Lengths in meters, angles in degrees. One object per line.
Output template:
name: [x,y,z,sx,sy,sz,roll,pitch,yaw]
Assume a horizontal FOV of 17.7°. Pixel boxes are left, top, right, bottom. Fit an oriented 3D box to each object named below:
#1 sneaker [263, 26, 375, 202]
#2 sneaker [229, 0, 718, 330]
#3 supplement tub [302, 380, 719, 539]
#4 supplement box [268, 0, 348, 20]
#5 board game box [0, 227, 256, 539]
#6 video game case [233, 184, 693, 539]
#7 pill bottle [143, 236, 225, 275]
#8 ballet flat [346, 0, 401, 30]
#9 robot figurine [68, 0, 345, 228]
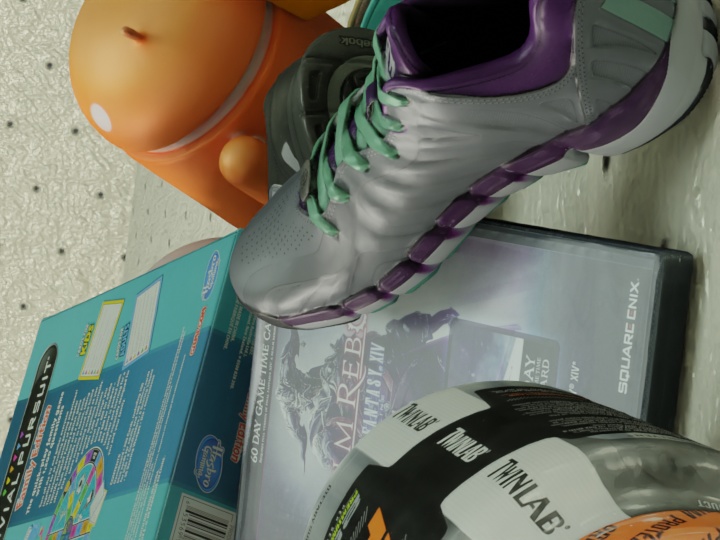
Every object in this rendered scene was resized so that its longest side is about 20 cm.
sneaker: [0.000,0.000,0.994,0.091,0.076,0.201,171,94,-65]
sneaker: [0.014,-0.053,0.747,0.200,0.087,0.075,-33,48,30]
supplement tub: [0.055,0.097,0.592,0.200,0.122,0.123,-167,83,-80]
supplement box: [-0.003,-0.235,1.074,0.126,0.073,0.201,-20,59,39]
board game box: [-0.097,0.079,0.980,0.200,0.047,0.152,-21,50,57]
video game case: [0.027,0.052,0.792,0.200,0.019,0.144,12,97,49]
pill bottle: [-0.063,0.040,1.193,0.200,0.112,0.114,-3,-81,-86]
ballet flat: [0.024,-0.083,1.034,0.063,0.068,0.201,-73,-1,-51]
robot figurine: [-0.063,-0.090,1.139,0.116,0.200,0.144,-8,61,39]
